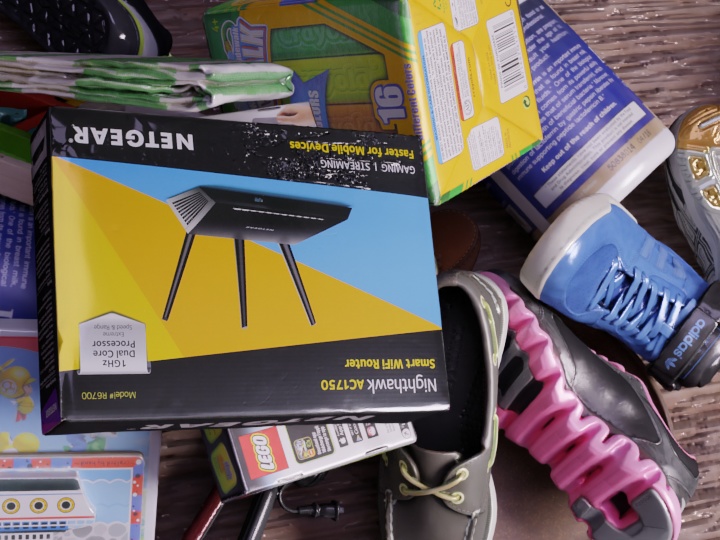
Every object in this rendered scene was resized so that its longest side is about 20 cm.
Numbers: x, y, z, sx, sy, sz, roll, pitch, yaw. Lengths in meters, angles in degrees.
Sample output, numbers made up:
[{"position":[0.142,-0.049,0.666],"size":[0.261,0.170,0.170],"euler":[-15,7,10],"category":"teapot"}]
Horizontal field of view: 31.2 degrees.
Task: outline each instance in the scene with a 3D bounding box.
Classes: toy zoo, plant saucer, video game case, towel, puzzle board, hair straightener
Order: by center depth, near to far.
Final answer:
[{"position":[-0.216,0.167,0.671],"size":[0.199,0.017,0.152],"euler":[1,109,-15],"category":"puzzle board"},{"position":[-0.179,0.122,0.683],"size":[0.142,0.017,0.201],"euler":[2,108,-15],"category":"video game case"},{"position":[-0.148,-0.105,0.696],"size":[0.199,0.153,0.024],"euler":[4,101,13],"category":"towel"},{"position":[-0.174,-0.087,0.771],"size":[0.131,0.021,0.200],"euler":[20,24,8],"category":"toy zoo"},{"position":[-0.043,0.125,0.782],"size":[0.077,0.041,0.200],"euler":[31,60,-2],"category":"hair straightener"},{"position":[0.105,0.114,0.823],"size":[0.199,0.037,0.201],"euler":[5,68,-13],"category":"plant saucer"}]

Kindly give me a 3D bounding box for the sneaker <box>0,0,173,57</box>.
[{"position":[-0.198,-0.190,0.853],"size":[0.200,0.072,0.083],"euler":[49,26,16],"category":"sneaker"}]

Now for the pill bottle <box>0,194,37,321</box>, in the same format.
[{"position":[-0.185,0.017,0.725],"size":[0.199,0.116,0.116],"euler":[8,67,-16],"category":"pill bottle"}]

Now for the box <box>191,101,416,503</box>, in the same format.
[{"position":[-0.050,0.012,0.697],"size":[0.110,0.035,0.201],"euler":[-12,80,-32],"category":"box"}]

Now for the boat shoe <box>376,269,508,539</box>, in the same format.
[{"position":[0.044,0.099,0.736],"size":[0.072,0.060,0.203],"euler":[7,88,15],"category":"boat shoe"}]

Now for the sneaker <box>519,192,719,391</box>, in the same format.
[{"position":[0.178,0.020,0.794],"size":[0.111,0.200,0.077],"euler":[43,102,25],"category":"sneaker"}]

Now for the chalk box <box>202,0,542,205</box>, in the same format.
[{"position":[-0.010,-0.117,0.796],"size":[0.124,0.199,0.125],"euler":[-32,116,-46],"category":"chalk box"}]

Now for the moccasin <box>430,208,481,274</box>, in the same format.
[{"position":[-0.001,-0.001,0.799],"size":[0.201,0.078,0.074],"euler":[-19,39,-33],"category":"moccasin"}]

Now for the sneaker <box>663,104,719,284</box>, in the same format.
[{"position":[0.266,-0.021,0.901],"size":[0.075,0.088,0.201],"euler":[-17,97,0],"category":"sneaker"}]

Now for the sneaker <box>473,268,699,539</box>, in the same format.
[{"position":[0.136,0.078,0.797],"size":[0.095,0.079,0.200],"euler":[-28,78,-46],"category":"sneaker"}]

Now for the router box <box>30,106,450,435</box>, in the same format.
[{"position":[-0.059,0.002,0.642],"size":[0.199,0.051,0.150],"euler":[1,75,-26],"category":"router box"}]

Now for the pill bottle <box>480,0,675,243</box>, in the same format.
[{"position":[0.105,-0.118,0.869],"size":[0.116,0.116,0.200],"euler":[-40,84,-25],"category":"pill bottle"}]
